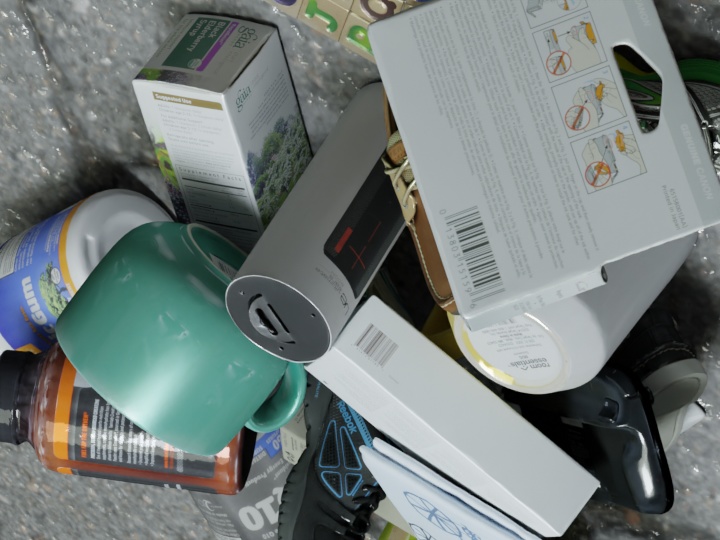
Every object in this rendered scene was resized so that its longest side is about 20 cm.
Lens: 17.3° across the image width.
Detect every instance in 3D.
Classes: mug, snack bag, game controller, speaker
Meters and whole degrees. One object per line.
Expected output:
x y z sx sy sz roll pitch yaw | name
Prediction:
-0.116 0.038 1.678 0.152 0.185 0.115 43 103 16 | mug
0.100 0.211 1.713 0.188 0.021 0.200 28 160 35 | snack bag
0.156 0.109 1.628 0.105 0.042 0.200 65 164 -12 | game controller
0.127 0.010 1.581 0.149 0.154 0.187 25 142 9 | mug
-0.014 -0.034 1.595 0.081 0.201 0.082 20 141 17 | speaker

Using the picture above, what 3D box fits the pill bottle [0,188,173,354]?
-0.235 0.015 1.884 0.112 0.112 0.199 47 140 -17 | pill bottle

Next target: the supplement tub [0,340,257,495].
-0.180 0.108 1.805 0.198 0.108 0.107 7 139 3 | supplement tub

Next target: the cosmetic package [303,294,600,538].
0.059 0.105 1.635 0.200 0.052 0.151 40 166 -3 | cosmetic package

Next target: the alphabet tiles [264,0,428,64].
-0.005 -0.222 1.544 0.166 0.008 0.201 30 143 5 | alphabet tiles

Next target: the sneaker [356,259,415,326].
0.000 0.000 1.735 0.077 0.087 0.200 2 157 16 | sneaker

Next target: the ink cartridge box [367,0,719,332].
0.114 -0.086 1.443 0.172 0.201 0.044 -19 164 6 | ink cartridge box

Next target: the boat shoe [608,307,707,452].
0.188 0.093 1.672 0.200 0.073 0.061 105 146 -62 | boat shoe

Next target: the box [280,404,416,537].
0.040 0.152 1.836 0.199 0.082 0.069 31 157 15 | box

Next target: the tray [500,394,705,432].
0.163 0.119 1.782 0.107 0.022 0.200 38 143 -7 | tray

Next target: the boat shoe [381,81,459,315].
0.046 -0.066 1.518 0.074 0.201 0.076 21 138 -36 | boat shoe

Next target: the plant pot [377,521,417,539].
0.080 0.312 1.894 0.198 0.201 0.182 12 143 24 | plant pot

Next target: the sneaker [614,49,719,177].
0.177 -0.087 1.487 0.199 0.085 0.079 12 127 25 | sneaker

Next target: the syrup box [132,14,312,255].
-0.089 -0.080 1.701 0.081 0.079 0.201 10 137 28 | syrup box

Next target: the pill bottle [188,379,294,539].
-0.076 0.181 1.948 0.113 0.114 0.201 0 132 36 | pill bottle

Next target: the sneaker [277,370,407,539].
-0.009 0.158 1.756 0.081 0.202 0.073 3 166 19 | sneaker
